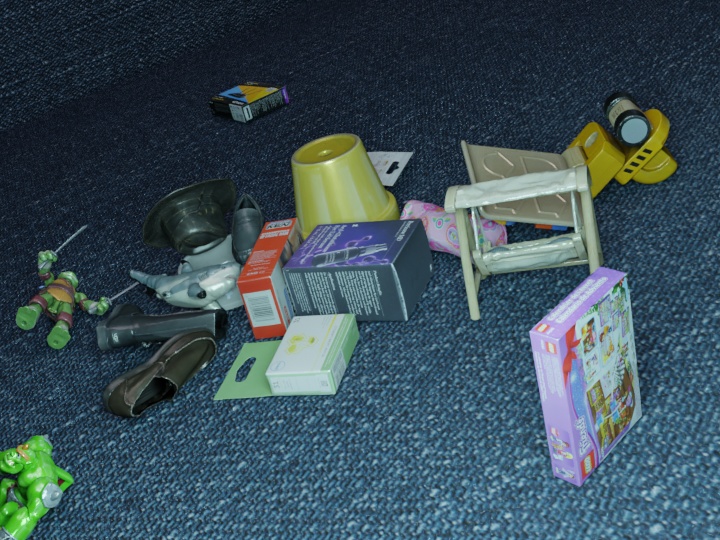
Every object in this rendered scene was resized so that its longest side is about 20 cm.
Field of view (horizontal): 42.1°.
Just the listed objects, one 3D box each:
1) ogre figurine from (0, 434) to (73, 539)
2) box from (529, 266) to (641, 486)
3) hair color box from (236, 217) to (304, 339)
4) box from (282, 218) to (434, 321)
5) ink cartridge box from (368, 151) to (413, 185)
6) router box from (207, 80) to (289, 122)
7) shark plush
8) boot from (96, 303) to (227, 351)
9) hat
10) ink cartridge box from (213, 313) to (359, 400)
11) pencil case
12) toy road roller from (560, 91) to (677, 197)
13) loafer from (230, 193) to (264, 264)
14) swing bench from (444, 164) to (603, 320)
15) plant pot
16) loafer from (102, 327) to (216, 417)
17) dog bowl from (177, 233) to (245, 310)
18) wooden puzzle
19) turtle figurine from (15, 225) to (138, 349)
[{"bbox_3d":[-0.453,0.290,1.237,0.120,0.099,0.200,-39,15,-4],"label":"ogre figurine"},{"bbox_3d":[0.253,0.117,1.034,0.039,0.202,0.136,16,41,43],"label":"box"},{"bbox_3d":[-0.138,0.010,1.548,0.063,0.112,0.201,-8,29,13],"label":"hair color box"},{"bbox_3d":[0.000,0.000,1.496,0.197,0.105,0.148,-3,30,25],"label":"box"},{"bbox_3d":[-0.002,-0.190,1.921,0.197,0.048,0.161,1,32,21],"label":"ink cartridge box"},{"bbox_3d":[-0.311,-0.469,2.586,0.148,0.052,0.199,-30,30,-27],"label":"router box"},{"bbox_3d":[-0.298,0.021,1.595,0.198,0.091,0.084,0,66,30],"label":"shark plush"},{"bbox_3d":[-0.316,0.085,1.554,0.197,0.067,0.165,-9,14,5],"label":"boot"},{"bbox_3d":[-0.291,-0.080,1.686,0.199,0.201,0.081,-29,70,-23],"label":"hat"},{"bbox_3d":[-0.113,0.127,1.389,0.197,0.048,0.146,-4,31,19],"label":"ink cartridge box"},{"bbox_3d":[0.148,-0.062,1.557,0.087,0.088,0.199,-34,31,-31],"label":"pencil case"},{"bbox_3d":[0.450,-0.192,1.614,0.200,0.145,0.123,-48,17,24],"label":"toy road roller"},{"bbox_3d":[-0.201,-0.074,1.654,0.067,0.071,0.201,-16,27,2],"label":"loafer"},{"bbox_3d":[0.242,-0.054,1.355,0.196,0.202,0.130,-7,29,17],"label":"swing bench"},{"bbox_3d":[-0.039,-0.130,1.666,0.198,0.191,0.202,-14,28,7],"label":"plant pot"},{"bbox_3d":[-0.288,0.163,1.409,0.071,0.074,0.199,27,52,38],"label":"loafer"},{"bbox_3d":[-0.239,-0.003,1.685,0.197,0.059,0.201,-13,27,7],"label":"dog bowl"},{"bbox_3d":[0.262,-0.129,1.514,0.197,0.047,0.187,8,42,-13],"label":"wooden puzzle"},{"bbox_3d":[-0.528,0.032,1.692,0.197,0.145,0.195,-14,31,13],"label":"turtle figurine"}]
